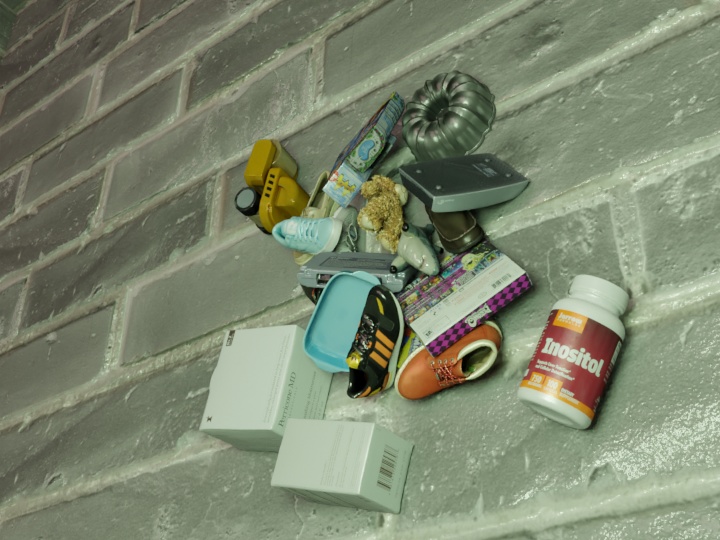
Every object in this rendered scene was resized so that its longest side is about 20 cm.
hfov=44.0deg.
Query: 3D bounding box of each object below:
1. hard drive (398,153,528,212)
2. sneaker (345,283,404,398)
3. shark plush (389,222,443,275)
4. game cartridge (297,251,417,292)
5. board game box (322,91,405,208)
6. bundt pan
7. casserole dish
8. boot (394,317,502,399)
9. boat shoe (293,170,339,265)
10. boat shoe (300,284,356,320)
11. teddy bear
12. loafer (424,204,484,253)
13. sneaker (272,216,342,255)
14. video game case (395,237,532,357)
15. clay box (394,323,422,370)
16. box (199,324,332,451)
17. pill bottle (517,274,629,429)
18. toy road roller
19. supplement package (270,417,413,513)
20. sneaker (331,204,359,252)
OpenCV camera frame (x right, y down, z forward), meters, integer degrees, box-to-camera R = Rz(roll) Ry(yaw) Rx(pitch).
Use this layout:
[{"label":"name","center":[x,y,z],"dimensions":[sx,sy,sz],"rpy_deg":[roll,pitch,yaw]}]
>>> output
[{"label":"hard drive","center":[0.178,-0.153,1.548],"dimensions":[0.135,0.197,0.043],"rpy_deg":[46,139,47]},{"label":"sneaker","center":[0.017,0.124,1.470],"dimensions":[0.069,0.089,0.203],"rpy_deg":[27,126,37]},{"label":"shark plush","center":[0.108,-0.036,1.565],"dimensions":[0.082,0.200,0.092],"rpy_deg":[18,100,5]},{"label":"game cartridge","center":[0.000,0.000,1.605],"dimensions":[0.196,0.042,0.133],"rpy_deg":[4,22,19]},{"label":"board game box","center":[0.005,-0.220,1.725],"dimensions":[0.200,0.061,0.201],"rpy_deg":[-44,14,39]},{"label":"bundt pan","center":[0.159,-0.300,1.724],"dimensions":[0.200,0.075,0.205],"rpy_deg":[-23,52,31]},{"label":"casserole dish","center":[-0.024,0.083,1.533],"dimensions":[0.039,0.119,0.202],"rpy_deg":[-87,20,-65]},{"label":"boot","center":[0.135,0.152,1.413],"dimensions":[0.199,0.075,0.107],"rpy_deg":[-34,10,14]},{"label":"boat shoe","center":[-0.096,-0.109,1.841],"dimensions":[0.072,0.065,0.203],"rpy_deg":[14,74,46]},{"label":"boat shoe","center":[-0.055,0.041,1.637],"dimensions":[0.201,0.063,0.074],"rpy_deg":[33,94,48]},{"label":"teddy bear","center":[0.051,-0.110,1.641],"dimensions":[0.067,0.145,0.200],"rpy_deg":[-41,-2,26]},{"label":"loafer","center":[0.152,-0.095,1.566],"dimensions":[0.072,0.072,0.200],"rpy_deg":[-34,30,-1]},{"label":"sneaker","center":[-0.110,-0.069,1.715],"dimensions":[0.199,0.081,0.075],"rpy_deg":[-10,69,58]},{"label":"video game case","center":[0.160,0.037,1.467],"dimensions":[0.199,0.036,0.181],"rpy_deg":[-36,28,-2]},{"label":"clay box","center":[0.080,0.117,1.547],"dimensions":[0.198,0.047,0.116],"rpy_deg":[10,73,46]},{"label":"box","center":[-0.169,0.221,1.649],"dimensions":[0.198,0.130,0.202],"rpy_deg":[-7,60,39]},{"label":"pill bottle","center":[0.312,0.115,1.286],"dimensions":[0.112,0.113,0.203],"rpy_deg":[13,73,46]},{"label":"toy road roller","center":[-0.167,-0.176,1.918],"dimensions":[0.144,0.123,0.203],"rpy_deg":[2,67,28]},{"label":"supplement package","center":[-0.031,0.320,1.468],"dimensions":[0.198,0.117,0.119],"rpy_deg":[-5,62,40]},{"label":"sneaker","center":[-0.025,-0.029,1.731],"dimensions":[0.081,0.074,0.204],"rpy_deg":[2,77,36]}]
